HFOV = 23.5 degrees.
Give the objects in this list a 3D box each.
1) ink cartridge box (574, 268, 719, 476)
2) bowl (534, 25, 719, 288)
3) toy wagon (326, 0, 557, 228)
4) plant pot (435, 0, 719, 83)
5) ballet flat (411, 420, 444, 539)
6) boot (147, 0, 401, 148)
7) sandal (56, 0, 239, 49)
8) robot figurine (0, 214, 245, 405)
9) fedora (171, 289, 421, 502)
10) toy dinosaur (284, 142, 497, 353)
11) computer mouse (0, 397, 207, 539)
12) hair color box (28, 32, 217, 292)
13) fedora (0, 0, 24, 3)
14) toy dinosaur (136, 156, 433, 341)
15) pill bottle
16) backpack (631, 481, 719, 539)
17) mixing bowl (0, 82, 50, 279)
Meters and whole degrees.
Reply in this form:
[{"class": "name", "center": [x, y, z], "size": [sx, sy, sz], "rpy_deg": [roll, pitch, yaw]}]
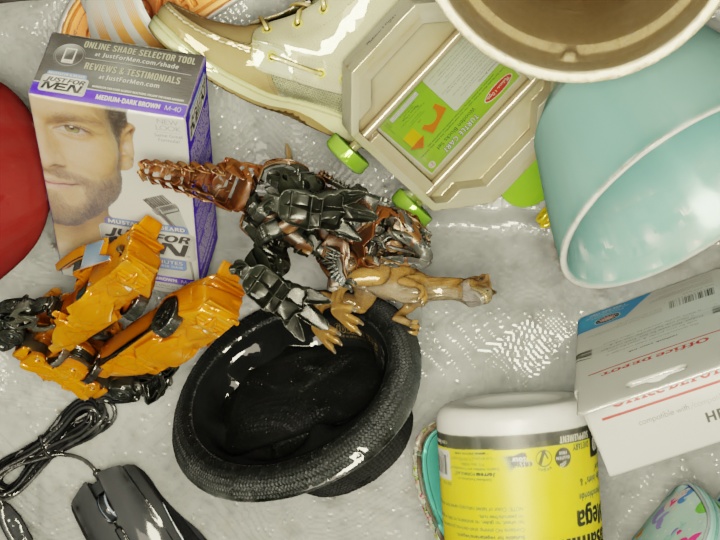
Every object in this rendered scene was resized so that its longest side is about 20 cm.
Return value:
[{"class": "ink cartridge box", "center": [0.210, 0.073, 1.178], "size": [0.115, 0.200, 0.067], "rpy_deg": [-20, 103, 14]}, {"class": "bowl", "center": [0.196, -0.089, 1.156], "size": [0.200, 0.200, 0.105], "rpy_deg": [-39, 62, 16]}, {"class": "toy wagon", "center": [0.076, -0.102, 1.207], "size": [0.155, 0.040, 0.200], "rpy_deg": [-46, 123, 7]}, {"class": "plant pot", "center": [0.141, -0.234, 1.107], "size": [0.199, 0.184, 0.202], "rpy_deg": [2, 105, 8]}, {"class": "ballet flat", "center": [0.096, 0.198, 1.302], "size": [0.075, 0.064, 0.201], "rpy_deg": [-35, 99, -11]}, {"class": "boot", "center": [-0.031, -0.184, 1.193], "size": [0.199, 0.072, 0.155], "rpy_deg": [21, 108, -19]}, {"class": "sandal", "center": [-0.139, -0.197, 1.225], "size": [0.206, 0.059, 0.079], "rpy_deg": [-33, 99, 16]}, {"class": "robot figurine", "center": [-0.177, 0.036, 1.257], "size": [0.145, 0.059, 0.200], "rpy_deg": [32, 142, -26]}, {"class": "fedora", "center": [-0.035, 0.109, 1.266], "size": [0.200, 0.201, 0.092], "rpy_deg": [-22, 133, 14]}, {"class": "toy dinosaur", "center": [0.000, 0.000, 1.232], "size": [0.199, 0.106, 0.061], "rpy_deg": [27, 146, 20]}, {"class": "computer mouse", "center": [-0.208, 0.211, 1.360], "size": [0.140, 0.046, 0.201], "rpy_deg": [-31, 100, 14]}, {"class": "hair color box", "center": [-0.161, -0.069, 1.211], "size": [0.108, 0.065, 0.201], "rpy_deg": [9, 142, 6]}, {"class": "fedora", "center": [-0.235, -0.266, 1.186], "size": [0.090, 0.177, 0.202], "rpy_deg": [-4, 99, -21]}, {"class": "toy dinosaur", "center": [-0.046, -0.030, 1.142], "size": [0.198, 0.136, 0.103], "rpy_deg": [-2, 115, -8]}, {"class": "pill bottle", "center": [0.115, 0.191, 1.217], "size": [0.112, 0.112, 0.202], "rpy_deg": [-4, 93, 9]}, {"class": "backpack", "center": [0.263, 0.238, 1.232], "size": [0.150, 0.178, 0.200], "rpy_deg": [40, 103, -10]}, {"class": "mixing bowl", "center": [-0.291, -0.067, 1.240], "size": [0.199, 0.108, 0.202], "rpy_deg": [17, 113, 46]}]
